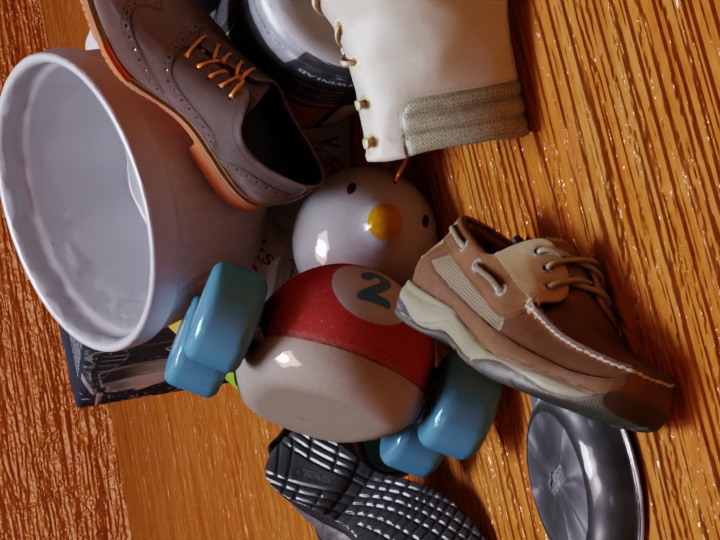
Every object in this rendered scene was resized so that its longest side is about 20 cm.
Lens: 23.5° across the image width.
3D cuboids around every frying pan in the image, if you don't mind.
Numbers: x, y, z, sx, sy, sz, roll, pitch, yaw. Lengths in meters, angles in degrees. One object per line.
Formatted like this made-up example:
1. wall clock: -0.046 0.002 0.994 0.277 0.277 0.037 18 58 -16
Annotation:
1. frying pan: 0.107 0.071 0.898 0.115 0.031 0.192 157 102 -73

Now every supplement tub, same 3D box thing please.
1. supplement tub: -0.025 -0.160 1.087 0.200 0.122 0.124 156 105 -74

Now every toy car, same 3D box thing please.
1. toy car: 0.000 0.000 1.077 0.177 0.183 0.201 136 154 -71

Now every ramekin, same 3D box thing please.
1. ramekin: -0.149 -0.056 1.150 0.200 0.105 0.202 27 126 44

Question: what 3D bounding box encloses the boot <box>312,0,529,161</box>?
1. boot: -0.008 -0.135 0.940 0.072 0.198 0.156 -41 -53 -66

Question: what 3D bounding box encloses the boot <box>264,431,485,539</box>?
1. boot: 0.032 0.187 1.157 0.200 0.070 0.132 37 167 36

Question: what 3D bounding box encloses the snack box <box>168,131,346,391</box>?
1. snack box: -0.095 -0.029 1.235 0.142 0.053 0.201 39 134 24

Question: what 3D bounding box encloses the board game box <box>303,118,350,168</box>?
1. board game box: -0.063 -0.179 1.334 0.200 0.064 0.149 -118 24 -55

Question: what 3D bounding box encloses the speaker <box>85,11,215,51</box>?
1. speaker: -0.128 -0.220 1.229 0.200 0.081 0.082 -58 39 40

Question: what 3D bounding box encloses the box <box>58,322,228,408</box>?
1. box: -0.163 0.022 1.539 0.197 0.198 0.125 118 141 -66

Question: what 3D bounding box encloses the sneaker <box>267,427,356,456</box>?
1. sneaker: -0.023 0.153 1.299 0.076 0.090 0.202 -146 49 -68

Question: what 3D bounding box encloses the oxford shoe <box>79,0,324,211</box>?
1. oxford shoe: -0.090 -0.121 1.029 0.073 0.071 0.200 -3 135 50

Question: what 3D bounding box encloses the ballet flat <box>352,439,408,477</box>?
1. ballet flat: 0.005 0.043 1.193 0.063 0.068 0.202 -122 26 -87

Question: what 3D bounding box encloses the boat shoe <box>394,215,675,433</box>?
1. boat shoe: 0.085 0.018 0.857 0.200 0.075 0.074 29 97 56

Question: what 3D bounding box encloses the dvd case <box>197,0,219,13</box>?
1. dvd case: -0.058 -0.261 1.104 0.016 0.149 0.201 31 131 11
